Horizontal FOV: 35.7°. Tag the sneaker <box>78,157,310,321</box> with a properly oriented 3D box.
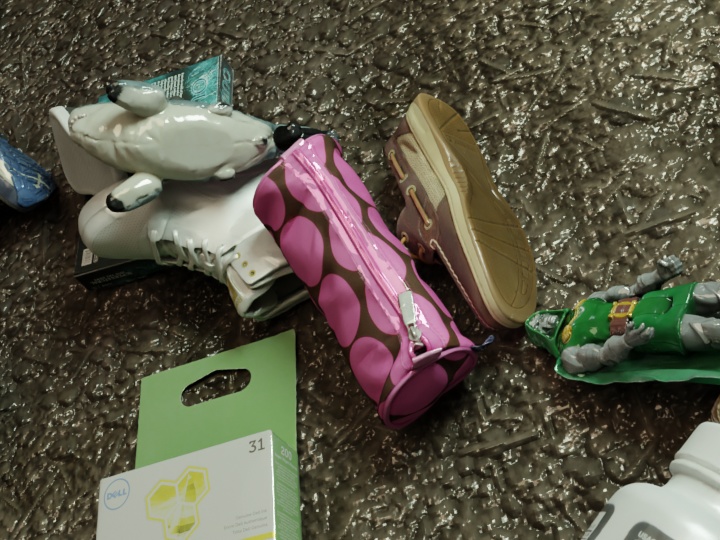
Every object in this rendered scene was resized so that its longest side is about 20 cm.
[{"bbox_3d":[-0.112,-0.016,0.837,0.196,0.074,0.117,-11,55,-3],"label":"sneaker"}]

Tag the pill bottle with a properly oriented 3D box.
[{"bbox_3d":[0.149,0.181,0.565,0.110,0.111,0.201,31,78,39],"label":"pill bottle"}]

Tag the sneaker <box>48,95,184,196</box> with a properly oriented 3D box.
[{"bbox_3d":[-0.196,-0.109,0.944,0.098,0.072,0.199,-23,25,-24],"label":"sneaker"}]

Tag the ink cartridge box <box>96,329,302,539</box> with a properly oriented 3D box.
[{"bbox_3d":[-0.112,0.138,0.782,0.143,0.048,0.203,-18,55,19],"label":"ink cartridge box"}]

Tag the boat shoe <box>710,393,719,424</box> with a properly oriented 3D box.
[{"bbox_3d":[0.276,0.098,0.571,0.198,0.074,0.076,21,71,37],"label":"boat shoe"}]

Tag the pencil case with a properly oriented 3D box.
[{"bbox_3d":[0.000,0.000,0.749,0.090,0.094,0.201,-35,65,-1],"label":"pencil case"}]

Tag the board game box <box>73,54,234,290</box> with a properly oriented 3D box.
[{"bbox_3d":[-0.176,-0.088,0.974,0.133,0.028,0.203,-14,54,18],"label":"board game box"}]

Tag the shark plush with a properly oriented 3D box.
[{"bbox_3d":[-0.115,-0.110,0.830,0.197,0.092,0.083,-13,19,-12],"label":"shark plush"}]

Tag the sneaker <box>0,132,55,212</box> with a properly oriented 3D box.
[{"bbox_3d":[-0.356,-0.085,1.056,0.199,0.077,0.086,33,89,47],"label":"sneaker"}]

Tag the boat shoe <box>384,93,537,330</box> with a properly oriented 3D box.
[{"bbox_3d":[0.062,-0.032,0.790,0.072,0.072,0.202,-42,52,29],"label":"boat shoe"}]

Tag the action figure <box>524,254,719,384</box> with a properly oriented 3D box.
[{"bbox_3d":[0.181,0.031,0.663,0.198,0.055,0.119,-11,33,44],"label":"action figure"}]
